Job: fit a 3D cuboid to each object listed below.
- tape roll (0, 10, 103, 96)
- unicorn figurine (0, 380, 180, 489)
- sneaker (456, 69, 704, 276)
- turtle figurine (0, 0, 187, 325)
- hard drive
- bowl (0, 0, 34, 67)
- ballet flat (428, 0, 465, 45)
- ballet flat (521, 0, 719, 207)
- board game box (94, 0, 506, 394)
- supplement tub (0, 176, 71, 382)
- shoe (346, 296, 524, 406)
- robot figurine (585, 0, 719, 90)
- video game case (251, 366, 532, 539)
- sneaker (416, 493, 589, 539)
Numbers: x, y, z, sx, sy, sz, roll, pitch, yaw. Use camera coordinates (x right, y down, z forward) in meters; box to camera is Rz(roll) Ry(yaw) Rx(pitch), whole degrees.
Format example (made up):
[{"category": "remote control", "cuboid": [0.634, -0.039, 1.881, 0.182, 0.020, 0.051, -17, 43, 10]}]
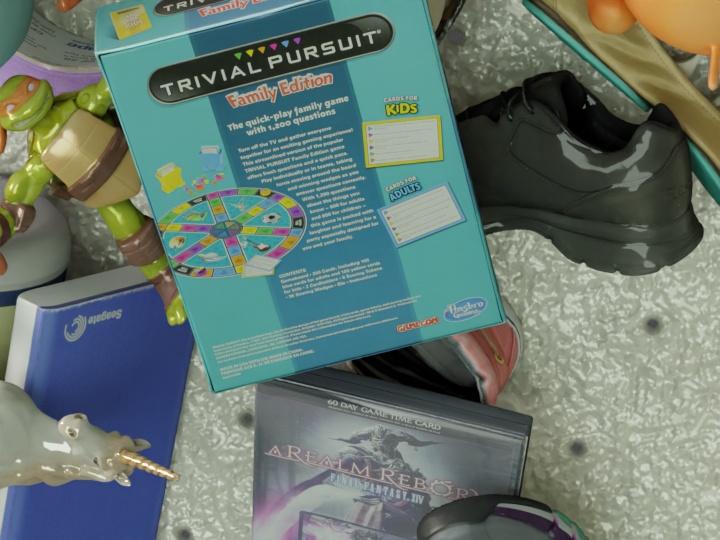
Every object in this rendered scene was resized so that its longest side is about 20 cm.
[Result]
[{"category": "tape roll", "cuboid": [-0.139, -0.176, 1.198, 0.199, 0.066, 0.201, 3, 109, 10]}, {"category": "unicorn figurine", "cuboid": [-0.203, 0.088, 1.157, 0.200, 0.074, 0.137, -35, 113, 23]}, {"category": "sneaker", "cuboid": [0.077, -0.061, 1.167, 0.199, 0.076, 0.091, 8, 123, 20]}, {"category": "turtle figurine", "cuboid": [-0.134, -0.044, 1.166, 0.161, 0.064, 0.200, 40, 86, -24]}, {"category": "hard drive", "cuboid": [-0.148, 0.098, 1.252, 0.025, 0.132, 0.201, 24, 113, 30]}, {"category": "bowl", "cuboid": [-0.235, -0.142, 1.109, 0.200, 0.201, 0.105, 0, 126, 12]}, {"category": "ballet flat", "cuboid": [-0.007, -0.093, 1.147, 0.072, 0.072, 0.201, 31, 80, 1]}, {"category": "ballet flat", "cuboid": [0.167, -0.091, 1.163, 0.063, 0.069, 0.200, -44, 96, 5]}, {"category": "board game box", "cuboid": [-0.025, -0.048, 1.095, 0.150, 0.047, 0.201, -14, 124, 3]}, {"category": "supplement tub", "cuboid": [-0.240, 0.055, 1.248, 0.144, 0.145, 0.201, 14, 109, 7]}, {"category": "shoe", "cuboid": [0.000, 0.000, 1.210, 0.200, 0.091, 0.072, 40, 110, -3]}, {"category": "robot figurine", "cuboid": [0.162, -0.183, 1.063, 0.143, 0.201, 0.117, -15, 144, 6]}, {"category": "video game case", "cuboid": [0.012, 0.127, 1.236, 0.142, 0.019, 0.200, 13, 140, 8]}, {"category": "sneaker", "cuboid": [0.102, 0.190, 1.204, 0.074, 0.088, 0.200, -28, 135, 23]}]
